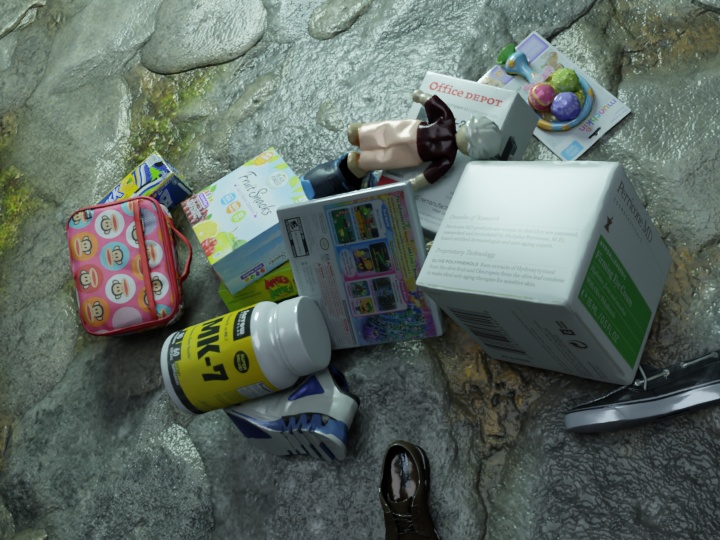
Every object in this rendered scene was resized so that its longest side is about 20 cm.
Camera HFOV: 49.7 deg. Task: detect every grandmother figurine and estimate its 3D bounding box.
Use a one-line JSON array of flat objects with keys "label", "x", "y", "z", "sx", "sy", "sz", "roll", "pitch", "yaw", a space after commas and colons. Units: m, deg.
[{"label": "grandmother figurine", "x": 0.079, "y": -0.161, "z": 0.958, "sx": 0.198, "sy": 0.060, "sz": 0.123, "roll": 3, "pitch": 105, "yaw": 31}]

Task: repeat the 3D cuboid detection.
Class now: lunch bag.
[{"label": "lunch bag", "x": -0.339, "y": -0.006, "z": 1.174, "sx": 0.174, "sy": 0.082, "sz": 0.202, "roll": -12, "pitch": 84, "yaw": -2}]

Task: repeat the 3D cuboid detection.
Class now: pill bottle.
[{"label": "pill bottle", "x": -0.145, "y": 0.107, "z": 1.000, "sx": 0.198, "sy": 0.114, "sz": 0.115, "roll": -19, "pitch": 62, "yaw": 18}]

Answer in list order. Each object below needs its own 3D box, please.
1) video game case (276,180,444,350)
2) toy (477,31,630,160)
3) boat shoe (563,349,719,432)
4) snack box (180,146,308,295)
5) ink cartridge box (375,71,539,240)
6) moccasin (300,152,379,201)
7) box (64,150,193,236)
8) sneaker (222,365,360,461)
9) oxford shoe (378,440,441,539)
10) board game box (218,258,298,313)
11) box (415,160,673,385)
[{"label": "video game case", "x": 0.000, "y": 0.000, "z": 0.993, "sx": 0.180, "sy": 0.024, "sz": 0.202, "roll": -9, "pitch": 105, "yaw": 20}, {"label": "toy", "x": 0.266, "y": -0.255, "z": 1.095, "sx": 0.115, "sy": 0.047, "sz": 0.200, "roll": -41, "pitch": 59, "yaw": 2}, {"label": "boat shoe", "x": 0.326, "y": 0.135, "z": 0.886, "sx": 0.198, "sy": 0.074, "sz": 0.069, "roll": -18, "pitch": 67, "yaw": 13}, {"label": "snack box", "x": -0.154, "y": -0.077, "z": 1.119, "sx": 0.168, "sy": 0.068, "sz": 0.200, "roll": -32, "pitch": 39, "yaw": -5}, {"label": "ink cartridge box", "x": 0.120, "y": -0.141, "z": 1.008, "sx": 0.144, "sy": 0.084, "sz": 0.202, "roll": 23, "pitch": 87, "yaw": 35}, {"label": "moccasin", "x": -0.011, "y": -0.123, "z": 1.073, "sx": 0.068, "sy": 0.200, "sz": 0.081, "roll": -25, "pitch": 98, "yaw": 24}, {"label": "box", "x": -0.374, "y": -0.096, "z": 1.261, "sx": 0.200, "sy": 0.070, "sz": 0.064, "roll": -41, "pitch": 62, "yaw": 0}, {"label": "sneaker", "x": -0.075, "y": 0.180, "z": 1.028, "sx": 0.198, "sy": 0.081, "sz": 0.116, "roll": 1, "pitch": 44, "yaw": 37}, {"label": "oxford shoe", "x": 0.052, "y": 0.301, "z": 0.917, "sx": 0.072, "sy": 0.084, "sz": 0.202, "roll": -16, "pitch": 65, "yaw": 12}, {"label": "board game box", "x": -0.098, "y": -0.012, "z": 1.107, "sx": 0.198, "sy": 0.048, "sz": 0.102, "roll": -17, "pitch": 35, "yaw": 13}, {"label": "box", "x": 0.213, "y": 0.000, "z": 0.886, "sx": 0.199, "sy": 0.199, "sz": 0.173, "roll": 6, "pitch": 64, "yaw": 43}]
